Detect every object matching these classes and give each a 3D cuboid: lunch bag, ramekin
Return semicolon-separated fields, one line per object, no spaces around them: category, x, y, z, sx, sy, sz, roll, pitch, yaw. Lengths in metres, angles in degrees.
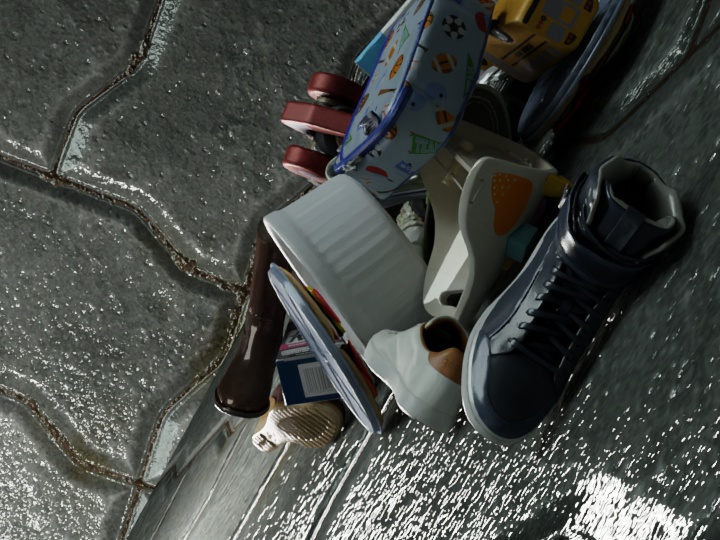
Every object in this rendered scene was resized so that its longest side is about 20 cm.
lunch bag;0.046;-0.167;1.566;0.160;0.075;0.201;-35;28;60
ramekin;0.000;0.000;1.681;0.098;0.201;0.200;-37;6;-4

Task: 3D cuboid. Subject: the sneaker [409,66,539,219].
sneaker;0.137;-0.124;1.745;0.201;0.080;0.086;-60;27;7

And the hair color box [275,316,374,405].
hair color box;-0.032;0.078;1.931;0.200;0.099;0.061;-76;-24;-67

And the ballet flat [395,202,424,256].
ballet flat;0.059;-0.014;1.867;0.200;0.075;0.064;115;170;-49

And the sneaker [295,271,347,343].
sneaker;0.003;0.014;1.855;0.087;0.080;0.200;-58;47;21

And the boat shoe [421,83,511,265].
boat shoe;0.101;-0.080;1.637;0.060;0.072;0.203;-60;-19;-62

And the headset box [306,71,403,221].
headset box;0.049;-0.144;2.002;0.201;0.174;0.093;-58;7;6

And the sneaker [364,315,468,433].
sneaker;0.061;0.075;1.476;0.085;0.073;0.200;-61;18;6

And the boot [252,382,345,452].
boot;-0.044;0.129;1.973;0.167;0.072;0.200;-54;14;-28

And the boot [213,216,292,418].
boot;-0.110;0.044;1.868;0.187;0.064;0.201;-81;4;-69

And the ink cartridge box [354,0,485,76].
ink cartridge box;0.119;-0.252;1.854;0.200;0.146;0.147;-49;-6;7

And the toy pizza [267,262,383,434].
toy pizza;-0.027;0.073;1.667;0.032;0.201;0.200;-33;4;-7

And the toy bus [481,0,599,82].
toy bus;0.159;-0.232;1.619;0.065;0.078;0.200;-61;5;-8

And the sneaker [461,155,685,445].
sneaker;0.142;0.014;1.127;0.203;0.077;0.146;-61;5;-23

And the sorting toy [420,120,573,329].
sorting toy;0.102;-0.028;1.530;0.200;0.106;0.181;-117;46;-71

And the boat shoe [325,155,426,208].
boat shoe;0.052;-0.109;1.707;0.199;0.062;0.072;-21;58;35

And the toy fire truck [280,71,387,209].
toy fire truck;0.020;-0.136;1.845;0.168;0.200;0.113;12;79;49

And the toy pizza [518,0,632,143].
toy pizza;0.215;-0.205;1.620;0.201;0.032;0.200;-59;5;8
